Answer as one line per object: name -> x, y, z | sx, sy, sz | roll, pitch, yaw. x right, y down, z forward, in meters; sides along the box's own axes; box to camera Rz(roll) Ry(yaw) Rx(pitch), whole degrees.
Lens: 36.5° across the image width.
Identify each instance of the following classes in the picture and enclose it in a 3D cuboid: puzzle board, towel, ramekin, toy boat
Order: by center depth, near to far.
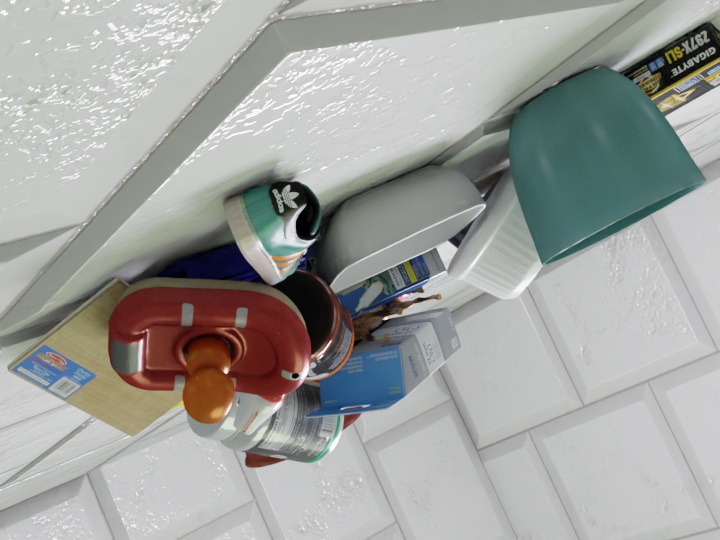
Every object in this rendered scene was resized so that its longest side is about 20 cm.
toy boat -> -0.144, 0.090, 1.053 | 0.196, 0.132, 0.132 | 2, 135, -12
puzzle board -> -0.246, 0.094, 1.141 | 0.150, 0.018, 0.200 | -36, 140, 10
towel -> -0.157, 0.017, 1.204 | 0.147, 0.050, 0.199 | -33, 170, 37
ramekin -> 0.201, -0.056, 1.409 | 0.204, 0.093, 0.202 | -58, 179, -1

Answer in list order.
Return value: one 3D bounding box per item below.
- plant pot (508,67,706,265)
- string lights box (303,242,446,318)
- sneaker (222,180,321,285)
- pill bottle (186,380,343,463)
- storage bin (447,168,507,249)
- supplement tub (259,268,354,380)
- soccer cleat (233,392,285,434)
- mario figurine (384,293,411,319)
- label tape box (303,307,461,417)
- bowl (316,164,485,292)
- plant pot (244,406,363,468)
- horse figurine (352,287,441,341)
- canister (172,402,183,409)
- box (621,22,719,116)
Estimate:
plant pot -> 0.254, -0.123, 1.206 | 0.198, 0.163, 0.201 | -26, 172, -4
string lights box -> 0.000, 0.000, 1.414 | 0.197, 0.104, 0.059 | -24, 174, -16
sneaker -> -0.070, -0.037, 1.039 | 0.079, 0.072, 0.200 | -22, 171, 2
pill bottle -> -0.126, 0.187, 1.448 | 0.112, 0.115, 0.198 | -30, 146, 34
storage bin -> 0.207, -0.071, 1.598 | 0.135, 0.145, 0.200 | -54, 169, 6
supplement tub -> -0.063, 0.068, 1.246 | 0.106, 0.108, 0.200 | -26, 166, 1
soccer cleat -> -0.119, 0.134, 1.350 | 0.086, 0.068, 0.200 | -55, -171, 15
mario figurine -> -0.007, 0.069, 1.839 | 0.197, 0.107, 0.124 | -18, -153, 0
label tape box -> 0.024, 0.122, 1.446 | 0.142, 0.067, 0.199 | -13, -169, 37
bowl -> 0.036, -0.053, 1.290 | 0.197, 0.076, 0.200 | -24, 172, -15
plant pot -> -0.123, 0.160, 1.642 | 0.198, 0.198, 0.201 | -24, -174, 3
horse figurine -> 0.025, 0.052, 1.489 | 0.131, 0.051, 0.199 | -7, -159, 41
canister -> -0.198, 0.102, 1.483 | 0.198, 0.088, 0.149 | -27, 165, -5
box -> 0.381, -0.232, 1.342 | 0.158, 0.050, 0.199 | -31, 171, 23
